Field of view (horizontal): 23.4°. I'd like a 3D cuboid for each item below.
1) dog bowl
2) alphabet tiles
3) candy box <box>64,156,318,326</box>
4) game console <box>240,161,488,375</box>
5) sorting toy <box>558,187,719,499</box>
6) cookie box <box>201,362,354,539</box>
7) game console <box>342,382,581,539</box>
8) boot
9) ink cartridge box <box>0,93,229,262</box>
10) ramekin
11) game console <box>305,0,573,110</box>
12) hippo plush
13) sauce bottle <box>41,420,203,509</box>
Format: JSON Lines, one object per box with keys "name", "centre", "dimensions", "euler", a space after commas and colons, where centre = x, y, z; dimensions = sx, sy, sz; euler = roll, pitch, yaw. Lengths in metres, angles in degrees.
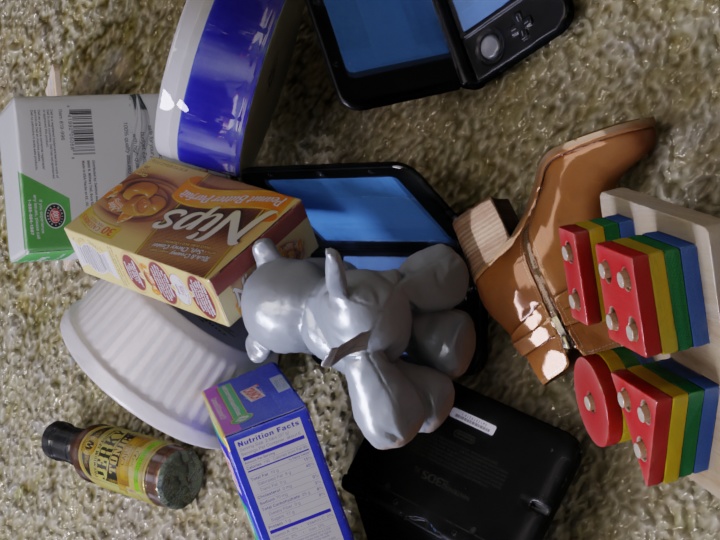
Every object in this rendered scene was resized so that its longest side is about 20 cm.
{"name": "dog bowl", "centre": [-0.112, -0.186, 1.524], "dimensions": [0.078, 0.200, 0.201], "euler": [18, 105, 2]}
{"name": "alphabet tiles", "centre": [-0.305, -0.102, 1.751], "dimensions": [0.200, 0.015, 0.197], "euler": [153, 111, -76]}
{"name": "candy box", "centre": [-0.147, -0.029, 1.492], "dimensions": [0.200, 0.115, 0.055], "euler": [18, 141, 41]}
{"name": "game console", "centre": [0.000, 0.000, 1.479], "dimensions": [0.199, 0.116, 0.177], "euler": [1, 91, 43]}
{"name": "sorting toy", "centre": [0.203, 0.056, 1.229], "dimensions": [0.200, 0.069, 0.200], "euler": [-144, 43, -74]}
{"name": "cookie box", "centre": [-0.058, 0.194, 1.447], "dimensions": [0.171, 0.075, 0.201], "euler": [-141, 31, -77]}
{"name": "game console", "centre": [0.094, 0.200, 1.428], "dimensions": [0.200, 0.116, 0.176], "euler": [21, 81, 43]}
{"name": "boot", "centre": [0.177, -0.015, 1.351], "dimensions": [0.200, 0.077, 0.156], "euler": [-33, 76, 24]}
{"name": "ink cartridge box", "centre": [-0.229, -0.087, 1.626], "dimensions": [0.083, 0.199, 0.147], "euler": [162, 104, -67]}
{"name": "ramekin", "centre": [-0.165, 0.064, 1.583], "dimensions": [0.202, 0.202, 0.094], "euler": [46, 105, 32]}
{"name": "game console", "centre": [0.052, -0.253, 1.422], "dimensions": [0.176, 0.116, 0.201], "euler": [-31, 70, 38]}
{"name": "hippo plush", "centre": [-0.020, 0.056, 1.382], "dimensions": [0.160, 0.200, 0.160], "euler": [3, 94, 39]}
{"name": "sauce bottle", "centre": [-0.244, 0.190, 1.736], "dimensions": [0.199, 0.065, 0.065], "euler": [8, 95, 41]}
